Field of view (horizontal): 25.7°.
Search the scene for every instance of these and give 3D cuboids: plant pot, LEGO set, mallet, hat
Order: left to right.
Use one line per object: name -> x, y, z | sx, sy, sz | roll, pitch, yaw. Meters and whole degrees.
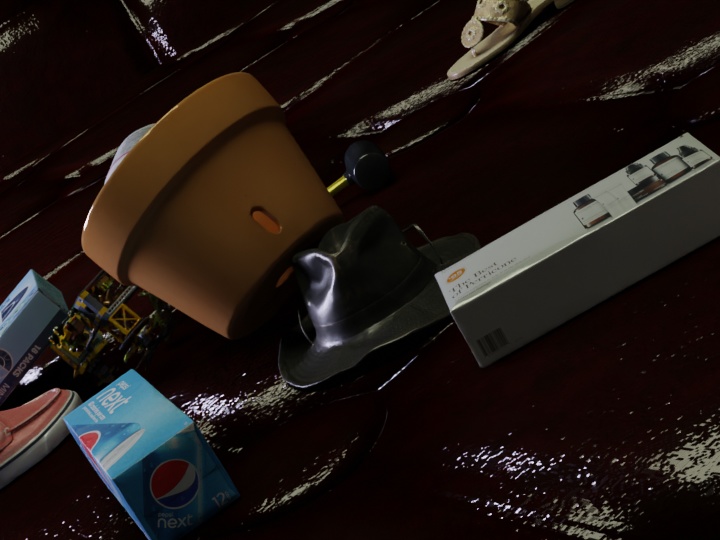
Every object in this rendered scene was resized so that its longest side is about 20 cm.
LEGO set -> -0.178, 0.033, 1.431 | 0.200, 0.116, 0.154 | -51, 0, -40
plant pot -> -0.107, -0.041, 1.286 | 0.200, 0.140, 0.200 | -46, -11, -11
mallet -> -0.054, -0.058, 1.561 | 0.200, 0.041, 0.066 | -38, 19, -6
hat -> 0.000, 0.000, 1.205 | 0.200, 0.081, 0.201 | -27, 17, 9

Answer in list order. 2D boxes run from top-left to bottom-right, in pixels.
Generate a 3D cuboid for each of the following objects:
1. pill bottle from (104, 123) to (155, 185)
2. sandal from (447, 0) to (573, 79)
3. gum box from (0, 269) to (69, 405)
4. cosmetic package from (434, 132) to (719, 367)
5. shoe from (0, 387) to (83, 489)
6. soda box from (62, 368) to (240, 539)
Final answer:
pill bottle -> -0.246, -0.112, 1.905 | 0.113, 0.114, 0.200 | -29, 16, 5
sandal -> 0.167, -0.305, 1.826 | 0.211, 0.070, 0.078 | -35, 17, -15
gum box -> -0.353, 0.086, 1.529 | 0.170, 0.044, 0.200 | -51, 15, -4
cosmetic package -> 0.149, -0.016, 1.046 | 0.199, 0.051, 0.083 | -30, 15, 4
shoe -> -0.334, 0.143, 1.354 | 0.200, 0.091, 0.071 | -39, 19, -27
soda box -> -0.153, 0.130, 1.123 | 0.068, 0.064, 0.200 | -34, 16, -13
